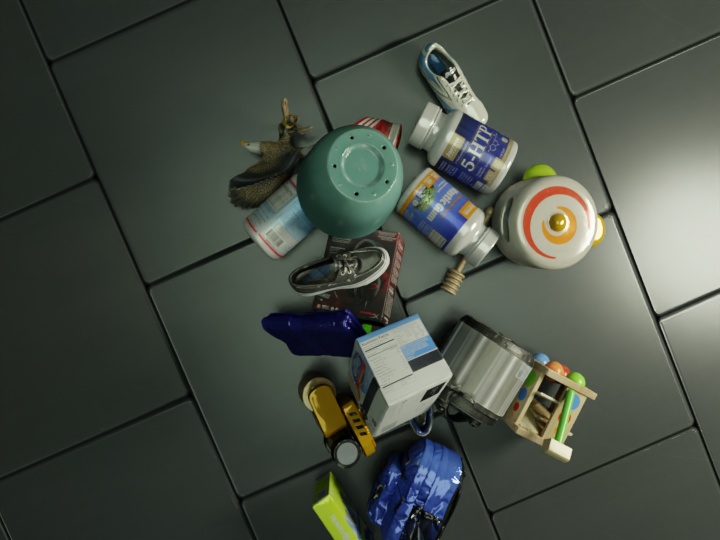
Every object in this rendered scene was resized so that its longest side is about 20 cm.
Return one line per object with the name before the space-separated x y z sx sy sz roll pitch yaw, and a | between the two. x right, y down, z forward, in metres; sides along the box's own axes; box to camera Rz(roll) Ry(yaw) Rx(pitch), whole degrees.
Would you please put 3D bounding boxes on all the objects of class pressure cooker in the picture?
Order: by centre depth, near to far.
pressure cooker | 0.227 0.212 1.095 0.175 0.179 0.202 31 91 -7

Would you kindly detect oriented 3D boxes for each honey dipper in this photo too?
honey dipper | 0.229 -0.045 1.157 0.038 0.038 0.202 28 88 -2

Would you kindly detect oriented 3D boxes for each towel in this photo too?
towel | -0.079 0.123 1.085 0.197 0.148 0.050 -2 57 28

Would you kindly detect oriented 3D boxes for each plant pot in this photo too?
plant pot | -0.012 -0.169 0.993 0.197 0.161 0.204 1 85 -11

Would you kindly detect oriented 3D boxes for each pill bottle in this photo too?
pill bottle | 0.178 -0.102 1.099 0.199 0.112 0.112 40 92 7
pill bottle | 0.201 -0.249 1.102 0.198 0.120 0.121 28 92 -2
pill bottle | -0.132 -0.122 1.110 0.199 0.109 0.109 -41 93 1

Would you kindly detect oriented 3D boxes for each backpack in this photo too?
backpack | 0.116 0.446 1.116 0.166 0.163 0.202 28 93 1

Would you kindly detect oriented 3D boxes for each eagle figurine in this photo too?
eagle figurine | -0.180 -0.215 1.092 0.149 0.152 0.202 10 74 34

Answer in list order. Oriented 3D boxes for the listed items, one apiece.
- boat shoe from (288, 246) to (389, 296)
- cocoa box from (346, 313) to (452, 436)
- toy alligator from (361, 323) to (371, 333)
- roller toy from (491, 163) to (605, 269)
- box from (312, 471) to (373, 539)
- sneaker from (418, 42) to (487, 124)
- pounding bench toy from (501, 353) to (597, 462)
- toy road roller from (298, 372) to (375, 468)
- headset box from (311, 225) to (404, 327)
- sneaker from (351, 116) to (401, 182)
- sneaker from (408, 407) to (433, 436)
boat shoe | -0.044 -0.003 1.035 0.197 0.066 0.071 -13 72 11
cocoa box | 0.063 0.196 1.011 0.132 0.201 0.132 -20 64 -18
toy alligator | 0.000 0.088 1.154 0.054 0.059 0.203 7 84 41
roller toy | 0.368 -0.093 1.093 0.182 0.140 0.200 -42 98 -2
box | -0.027 0.534 1.138 0.047 0.122 0.201 -33 93 0
sneaker | 0.189 -0.374 1.119 0.072 0.072 0.201 -40 94 0
pounding bench toy | 0.380 0.265 1.081 0.123 0.200 0.158 27 93 -12
toy road roller | -0.028 0.289 1.132 0.145 0.123 0.202 -28 94 -14
headset box | 0.000 0.000 1.099 0.146 0.075 0.203 10 77 16
sneaker | 0.005 -0.221 1.133 0.114 0.078 0.203 19 81 7
sneaker | 0.118 0.243 1.142 0.074 0.088 0.203 -15 92 2
